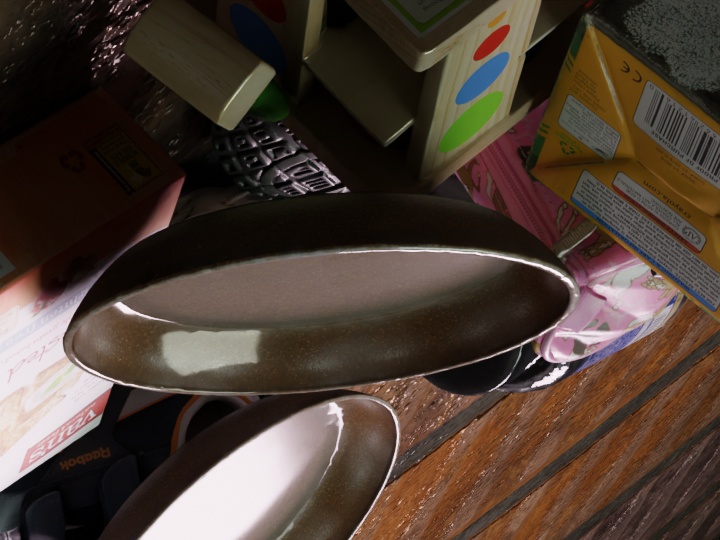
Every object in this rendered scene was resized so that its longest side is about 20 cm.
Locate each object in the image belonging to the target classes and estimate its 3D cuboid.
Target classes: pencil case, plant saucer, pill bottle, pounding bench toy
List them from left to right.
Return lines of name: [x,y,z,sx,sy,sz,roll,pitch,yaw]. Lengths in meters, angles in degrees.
plant saucer: [-0.066,0.126,1.425,0.200,0.032,0.200,-35,153,-21]
plant saucer: [-0.016,0.008,1.146,0.200,0.032,0.200,-5,164,-1]
pounding bench toy: [-0.008,-0.099,1.115,0.200,0.124,0.156,-38,164,-21]
pencil case: [0.066,-0.062,1.254,0.083,0.200,0.087,-22,160,-19]
pill bottle: [0.108,0.008,1.736,0.200,0.112,0.112,-23,154,-55]

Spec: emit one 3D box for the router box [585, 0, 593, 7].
router box: [0.208,-0.143,1.391,0.180,0.200,0.049,-54,134,-4]

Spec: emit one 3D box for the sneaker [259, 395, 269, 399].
sneaker: [0.000,0.000,1.495,0.200,0.078,0.085,-53,164,27]

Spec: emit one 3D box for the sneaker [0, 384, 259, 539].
sneaker: [-0.133,0.097,1.410,0.200,0.079,0.078,-38,165,-18]

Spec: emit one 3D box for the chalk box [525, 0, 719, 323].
chalk box: [0.181,-0.095,1.173,0.200,0.125,0.124,-45,167,-26]

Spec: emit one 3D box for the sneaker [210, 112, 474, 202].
sneaker: [-0.001,-0.072,1.322,0.076,0.091,0.200,-9,162,30]

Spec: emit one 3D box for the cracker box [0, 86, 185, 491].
cracker box: [-0.154,0.029,1.203,0.134,0.058,0.200,-35,163,-32]

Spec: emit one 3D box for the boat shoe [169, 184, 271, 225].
boat shoe: [-0.064,-0.003,1.324,0.074,0.067,0.200,-55,168,16]
